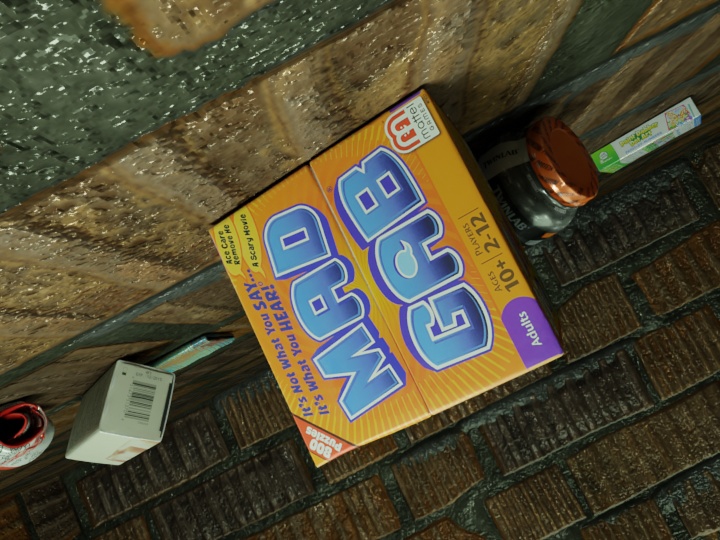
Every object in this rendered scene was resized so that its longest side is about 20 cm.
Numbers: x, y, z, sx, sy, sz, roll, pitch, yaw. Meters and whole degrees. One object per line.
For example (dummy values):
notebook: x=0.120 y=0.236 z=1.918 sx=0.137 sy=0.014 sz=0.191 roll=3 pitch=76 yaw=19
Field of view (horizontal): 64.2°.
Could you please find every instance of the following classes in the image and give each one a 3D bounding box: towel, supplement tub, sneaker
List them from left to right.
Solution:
sneaker: x=-0.443 y=0.214 z=0.754 sx=0.107 sy=0.068 sz=0.201 roll=-25 pitch=170 yaw=7
towel: x=-0.326 y=0.162 z=0.993 sx=0.198 sy=0.022 sz=0.147 roll=-28 pitch=173 yaw=3
supplement tub: x=0.154 y=-0.075 z=0.649 sx=0.122 sy=0.123 sz=0.200 roll=-20 pitch=169 yaw=-44

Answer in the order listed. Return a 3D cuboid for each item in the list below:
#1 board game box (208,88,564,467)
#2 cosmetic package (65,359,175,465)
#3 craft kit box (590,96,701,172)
board game box: x=0.036 y=0.008 z=0.496 sx=0.199 sy=0.202 sz=0.200 roll=-29 pitch=172 yaw=17
cosmetic package: x=-0.354 y=0.214 z=0.840 sx=0.087 sy=0.104 sz=0.199 roll=22 pitch=146 yaw=-30
craft kit box: x=0.583 y=-0.268 z=1.167 sx=0.197 sy=0.049 sz=0.199 roll=-34 pitch=170 yaw=30
